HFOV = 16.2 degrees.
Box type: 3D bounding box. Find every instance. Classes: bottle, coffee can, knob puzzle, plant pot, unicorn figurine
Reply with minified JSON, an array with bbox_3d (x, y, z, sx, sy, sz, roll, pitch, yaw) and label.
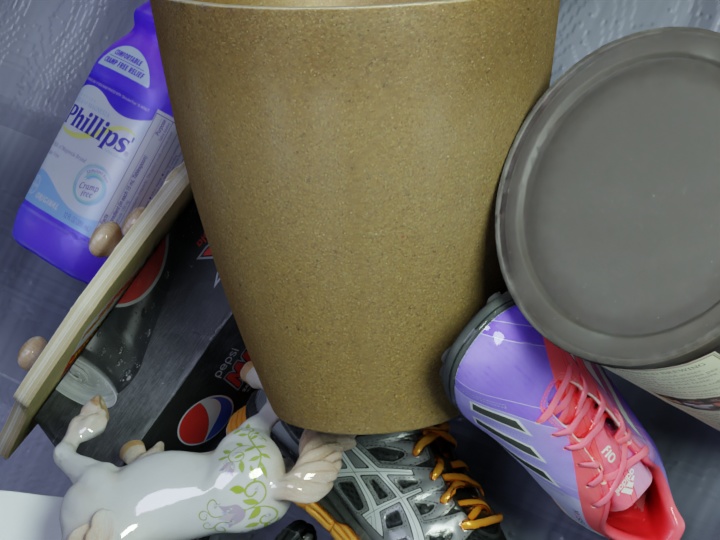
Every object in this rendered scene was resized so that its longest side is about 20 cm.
[{"bbox_3d":[-0.122,-0.089,1.439,0.083,0.065,0.201,29,91,42],"label":"bottle"},{"bbox_3d":[0.170,-0.004,1.122,0.145,0.200,0.148,-12,67,30],"label":"coffee can"},{"bbox_3d":[-0.124,-0.008,1.307,0.030,0.220,0.220,38,98,1],"label":"knob puzzle"},{"bbox_3d":[0.000,-0.034,1.145,0.185,0.186,0.202,8,106,36],"label":"plant pot"},{"bbox_3d":[-0.097,0.112,1.187,0.199,0.074,0.138,-29,27,16],"label":"unicorn figurine"}]

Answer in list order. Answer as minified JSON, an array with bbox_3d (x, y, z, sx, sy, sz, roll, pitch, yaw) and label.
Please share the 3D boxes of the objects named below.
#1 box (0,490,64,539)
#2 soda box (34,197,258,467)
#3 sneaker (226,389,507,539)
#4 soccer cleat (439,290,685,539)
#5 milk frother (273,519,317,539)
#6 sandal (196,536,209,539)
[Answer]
[{"bbox_3d":[-0.183,0.197,1.302,0.200,0.097,0.125,142,133,-60],"label":"box"},{"bbox_3d":[-0.077,0.026,1.286,0.200,0.063,0.071,-53,54,15],"label":"soda box"},{"bbox_3d":[0.023,0.107,1.239,0.199,0.078,0.078,37,103,19],"label":"sneaker"},{"bbox_3d":[0.098,0.072,1.148,0.068,0.200,0.073,-45,57,-3],"label":"soccer cleat"},{"bbox_3d":[0.001,0.223,1.212,0.188,0.200,0.181,36,139,2],"label":"milk frother"},{"bbox_3d":[-0.107,0.103,1.380,0.075,0.048,0.202,-31,46,24],"label":"sandal"}]
